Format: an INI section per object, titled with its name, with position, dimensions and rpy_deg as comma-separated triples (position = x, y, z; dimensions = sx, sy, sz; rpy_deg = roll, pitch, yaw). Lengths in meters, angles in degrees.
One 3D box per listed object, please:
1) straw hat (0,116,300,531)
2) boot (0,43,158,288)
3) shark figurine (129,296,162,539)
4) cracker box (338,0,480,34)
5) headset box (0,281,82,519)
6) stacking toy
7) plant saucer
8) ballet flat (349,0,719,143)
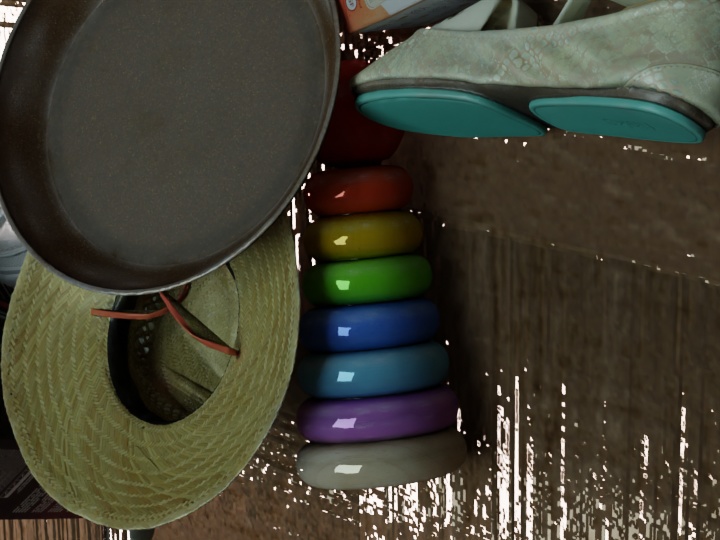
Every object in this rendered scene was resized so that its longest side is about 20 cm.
[straw hat]
position = -0.083, 0.031, 0.838
dimensions = 0.199, 0.085, 0.204
rpy_deg = -7, 76, 31
[boot]
position = -0.157, -0.061, 0.904
dimensions = 0.199, 0.095, 0.074
rpy_deg = -28, 49, 27
[shark figurine]
position = -0.114, 0.049, 0.933
dimensions = 0.090, 0.127, 0.215
rpy_deg = 58, -175, -44
[cracker box]
position = 0.056, -0.193, 0.696
dimensions = 0.199, 0.057, 0.136
rpy_deg = -17, 88, 49
[headset box]
position = -0.212, 0.066, 0.975
dimensions = 0.075, 0.199, 0.149
rpy_deg = -43, 65, 17
[stacking toy]
position = 0.000, 0.000, 0.802
dimensions = 0.085, 0.085, 0.203
rpy_deg = -6, 91, 49
[plant saucer]
position = -0.092, -0.084, 0.796
dimensions = 0.198, 0.032, 0.203
rpy_deg = -7, 73, 24
[ballet flat]
position = 0.079, -0.090, 0.710
dimensions = 0.199, 0.067, 0.063
rpy_deg = 8, 78, 44
